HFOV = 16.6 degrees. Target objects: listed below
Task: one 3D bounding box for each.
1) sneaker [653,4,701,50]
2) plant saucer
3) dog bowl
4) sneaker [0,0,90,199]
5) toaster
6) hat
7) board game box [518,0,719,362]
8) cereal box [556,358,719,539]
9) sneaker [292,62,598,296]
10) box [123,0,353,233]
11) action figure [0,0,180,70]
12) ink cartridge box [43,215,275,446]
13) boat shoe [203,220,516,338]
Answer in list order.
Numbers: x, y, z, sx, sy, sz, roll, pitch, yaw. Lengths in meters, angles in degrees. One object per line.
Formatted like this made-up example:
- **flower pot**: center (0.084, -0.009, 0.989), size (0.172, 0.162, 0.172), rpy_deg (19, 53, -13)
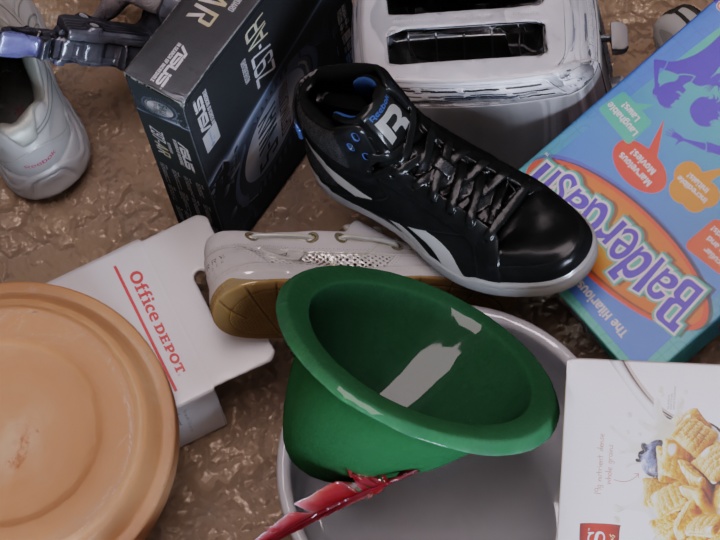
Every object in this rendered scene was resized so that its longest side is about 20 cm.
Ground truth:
- **sneaker**: center (0.190, -0.069, 1.537), size (0.115, 0.076, 0.201), rpy_deg (-15, 67, -4)
- **plant saucer**: center (-0.207, 0.099, 1.445), size (0.200, 0.032, 0.201), rpy_deg (-2, 66, 4)
- **dog bowl**: center (0.053, 0.126, 1.456), size (0.199, 0.079, 0.201), rpy_deg (-2, 64, 5)
- **sneaker**: center (-0.239, -0.147, 1.601), size (0.078, 0.099, 0.200), rpy_deg (-31, 65, -5)
- **toaster**: center (0.068, -0.126, 1.547), size (0.199, 0.129, 0.114), rpy_deg (-2, 64, 5)
- **hat**: center (-0.010, 0.112, 1.410), size (0.199, 0.176, 0.166), rpy_deg (13, 29, -25)
- **board game box**: center (0.195, -0.046, 1.479), size (0.200, 0.045, 0.152), rpy_deg (-41, 73, -1)
- **cereal box**: center (0.208, 0.124, 1.347), size (0.199, 0.040, 0.144), rpy_deg (1, 83, 15)
- **sneaker**: center (0.039, -0.056, 1.431), size (0.200, 0.112, 0.073), rpy_deg (25, 72, 27)
- **box**: center (-0.067, -0.122, 1.518), size (0.043, 0.200, 0.160), rpy_deg (29, 70, 18)
- **action figure**: center (-0.144, -0.187, 1.579), size (0.200, 0.105, 0.194), rpy_deg (-3, 39, -37)
- **ink cartridge box**: center (-0.160, 0.063, 1.512), size (0.200, 0.068, 0.115), rpy_deg (-25, 67, -6)
- **boat shoe**: center (0.000, 0.000, 1.496), size (0.199, 0.071, 0.069), rpy_deg (5, 47, -26)
